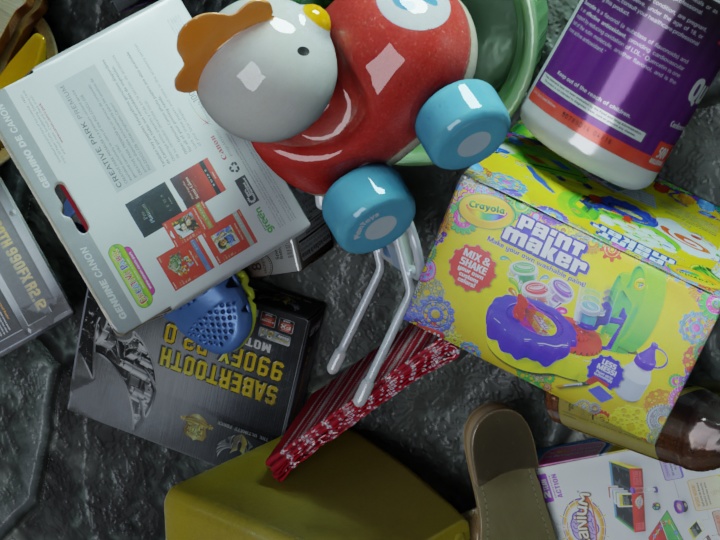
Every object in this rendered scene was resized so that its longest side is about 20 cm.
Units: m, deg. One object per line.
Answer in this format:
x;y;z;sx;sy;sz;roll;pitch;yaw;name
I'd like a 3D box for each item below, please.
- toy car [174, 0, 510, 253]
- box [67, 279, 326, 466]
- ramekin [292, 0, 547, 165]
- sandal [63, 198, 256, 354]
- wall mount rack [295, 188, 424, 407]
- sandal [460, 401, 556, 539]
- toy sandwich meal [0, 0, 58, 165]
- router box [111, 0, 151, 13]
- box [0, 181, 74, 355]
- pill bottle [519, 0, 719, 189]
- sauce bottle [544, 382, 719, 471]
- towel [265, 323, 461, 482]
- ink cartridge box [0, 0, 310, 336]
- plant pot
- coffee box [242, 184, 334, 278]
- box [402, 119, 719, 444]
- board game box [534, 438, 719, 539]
-0.034;-0.139;1.153;0.177;0.200;0.185;-41;60;22;toy car
-0.142;0.074;1.486;0.199;0.048;0.159;19;111;13;box
0.046;-0.187;1.312;0.199;0.098;0.201;6;108;17;ramekin
-0.164;-0.011;1.361;0.200;0.087;0.079;47;117;1;sandal
0.000;0.000;1.327;0.074;0.200;0.175;-15;101;-7;wall mount rack
0.111;0.200;1.410;0.077;0.070;0.213;-11;107;-14;sandal
-0.336;-0.167;1.424;0.204;0.070;0.206;-5;67;11;toy sandwich meal
-0.177;-0.327;1.371;0.149;0.051;0.201;-27;96;26;router box
-0.359;-0.012;1.482;0.158;0.048;0.201;-30;92;-8;box
0.205;-0.166;1.247;0.112;0.112;0.201;31;104;7;pill bottle
0.237;0.115;1.326;0.199;0.066;0.066;18;113;34;sauce bottle
0.016;0.083;1.380;0.200;0.145;0.023;-37;98;24;towel
-0.166;-0.071;1.286;0.201;0.175;0.084;60;155;-4;ink cartridge box
-0.021;0.255;1.389;0.176;0.200;0.201;12;111;38;plant pot
-0.105;-0.096;1.402;0.112;0.080;0.201;-7;104;22;coffee box
0.164;-0.001;1.277;0.199;0.193;0.122;27;113;10;box
0.248;0.201;1.394;0.199;0.040;0.154;-13;102;22;board game box
